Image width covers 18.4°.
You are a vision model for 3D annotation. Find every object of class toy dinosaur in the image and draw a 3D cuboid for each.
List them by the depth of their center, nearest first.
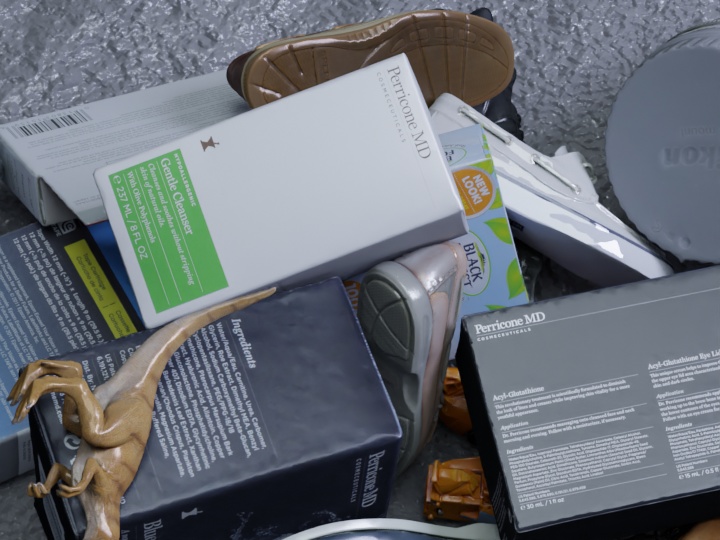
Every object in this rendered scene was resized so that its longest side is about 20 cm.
[{"bbox_3d":[-0.136,0.079,1.230,0.106,0.060,0.200,28,66,-16],"label":"toy dinosaur"}]

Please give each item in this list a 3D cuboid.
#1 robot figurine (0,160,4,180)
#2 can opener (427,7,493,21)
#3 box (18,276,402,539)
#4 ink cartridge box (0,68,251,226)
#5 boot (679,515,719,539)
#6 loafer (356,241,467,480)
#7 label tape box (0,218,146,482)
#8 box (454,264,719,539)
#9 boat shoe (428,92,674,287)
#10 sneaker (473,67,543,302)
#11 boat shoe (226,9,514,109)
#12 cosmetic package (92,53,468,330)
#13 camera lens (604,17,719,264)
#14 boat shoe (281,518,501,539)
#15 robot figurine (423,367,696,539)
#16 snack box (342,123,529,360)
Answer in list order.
[{"bbox_3d":[-0.343,-0.071,1.477,0.200,0.113,0.170,-7,100,10],"label":"robot figurine"},{"bbox_3d":[0.025,-0.106,1.567,0.063,0.079,0.200,31,71,5],"label":"can opener"},{"bbox_3d":[-0.091,0.122,1.344,0.200,0.197,0.118,-17,63,-13],"label":"box"},{"bbox_3d":[-0.124,-0.072,1.485,0.200,0.044,0.174,-16,33,-23],"label":"ink cartridge box"},{"bbox_3d":[0.254,0.117,1.424,0.188,0.068,0.200,50,60,-10],"label":"boot"},{"bbox_3d":[0.032,0.061,1.391,0.063,0.200,0.072,-31,60,-30],"label":"loafer"},{"bbox_3d":[-0.212,0.048,1.457,0.200,0.066,0.143,-22,63,-22],"label":"label tape box"},{"bbox_3d":[0.171,0.084,1.355,0.200,0.079,0.141,-11,70,-6],"label":"box"},{"bbox_3d":[0.126,-0.051,1.475,0.200,0.072,0.066,28,76,5],"label":"boat shoe"},{"bbox_3d":[0.102,-0.053,1.544,0.104,0.060,0.200,22,61,3],"label":"sneaker"},{"bbox_3d":[0.005,-0.139,1.504,0.200,0.072,0.072,-11,105,-22],"label":"boat shoe"},{"bbox_3d":[-0.045,-0.042,1.332,0.200,0.085,0.108,-22,80,3],"label":"cosmetic package"},{"bbox_3d":[0.272,-0.096,1.485,0.160,0.160,0.200,41,32,18],"label":"camera lens"},{"bbox_3d":[0.025,0.194,1.358,0.200,0.075,0.062,6,58,-35],"label":"boat shoe"},{"bbox_3d":[0.143,0.119,1.442,0.200,0.058,0.145,4,62,-1],"label":"robot figurine"},{"bbox_3d":[0.000,0.000,1.428,0.200,0.142,0.053,-14,32,3],"label":"snack box"}]
